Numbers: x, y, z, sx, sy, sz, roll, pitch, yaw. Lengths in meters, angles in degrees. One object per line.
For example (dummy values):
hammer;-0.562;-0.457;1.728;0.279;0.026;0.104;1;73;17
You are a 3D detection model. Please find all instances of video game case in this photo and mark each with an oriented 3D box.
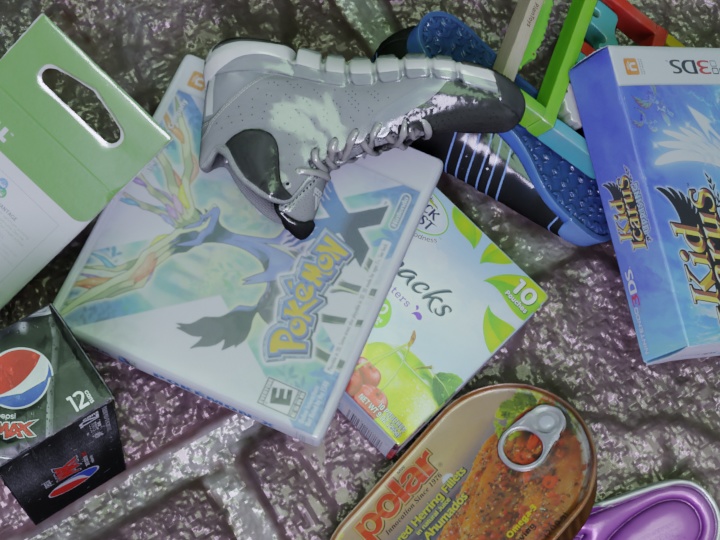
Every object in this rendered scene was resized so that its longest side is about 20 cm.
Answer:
video game case;0.239;-0.048;0.957;0.181;0.045;0.201;-5;76;-32
video game case;-0.068;-0.017;0.903;0.182;0.022;0.201;23;71;4

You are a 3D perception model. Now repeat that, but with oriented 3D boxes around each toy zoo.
toy zoo;0.181;-0.114;0.985;0.200;0.020;0.132;33;60;-19

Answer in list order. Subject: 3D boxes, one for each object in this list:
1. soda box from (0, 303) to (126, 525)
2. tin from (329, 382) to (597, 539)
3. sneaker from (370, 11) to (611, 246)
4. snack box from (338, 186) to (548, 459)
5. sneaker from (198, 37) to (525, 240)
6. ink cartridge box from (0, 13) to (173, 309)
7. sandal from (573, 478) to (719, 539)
soda box;-0.178;0.086;0.818;0.071;0.200;0.063;-31;78;-15
tin;0.062;0.157;0.895;0.112;0.042;0.200;37;72;26
sneaker;0.087;-0.086;0.979;0.200;0.078;0.070;45;52;-15
snack box;0.000;0.000;0.944;0.200;0.053;0.142;44;72;8
sneaker;-0.004;-0.070;0.885;0.199;0.075;0.116;6;73;9
ink cartridge box;-0.210;-0.054;0.868;0.200;0.059;0.104;-42;103;16
sandal;0.138;0.186;0.909;0.202;0.050;0.083;-30;79;-15
